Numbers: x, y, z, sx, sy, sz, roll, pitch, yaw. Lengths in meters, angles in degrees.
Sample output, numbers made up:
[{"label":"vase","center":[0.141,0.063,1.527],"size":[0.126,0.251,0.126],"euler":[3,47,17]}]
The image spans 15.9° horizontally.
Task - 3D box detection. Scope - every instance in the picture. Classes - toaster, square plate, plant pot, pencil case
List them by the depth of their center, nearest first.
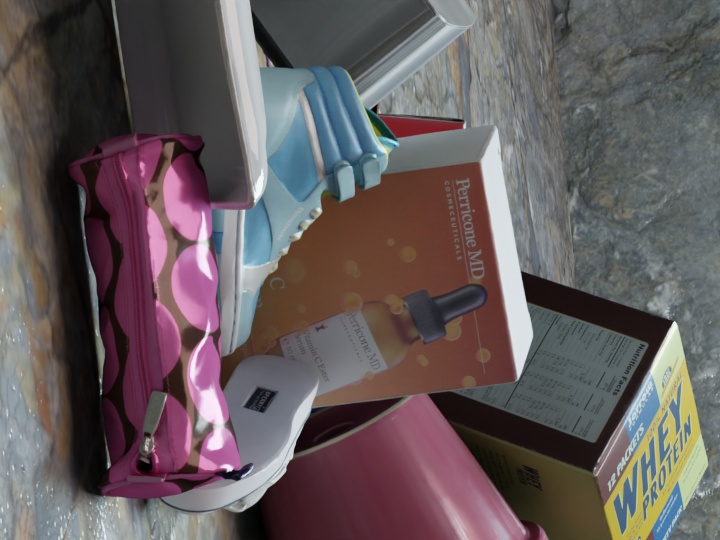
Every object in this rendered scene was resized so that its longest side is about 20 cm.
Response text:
[{"label":"pencil case","center":[-0.113,0.023,1.405],"size":[0.094,0.091,0.200],"euler":[10,71,-70]},{"label":"square plate","center":[-0.098,-0.134,1.475],"size":[0.198,0.028,0.200],"euler":[-178,-101,-70]},{"label":"plant pot","center":[0.019,0.181,1.744],"size":[0.179,0.200,0.200],"euler":[66,13,-7]},{"label":"toaster","center":[-0.020,-0.194,1.753],"size":[0.200,0.119,0.181],"euler":[54,13,2]}]

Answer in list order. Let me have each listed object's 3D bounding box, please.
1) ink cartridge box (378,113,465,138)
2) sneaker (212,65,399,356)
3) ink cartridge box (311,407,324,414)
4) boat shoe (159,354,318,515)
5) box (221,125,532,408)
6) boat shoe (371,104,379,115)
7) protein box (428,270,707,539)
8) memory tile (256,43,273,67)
[{"label":"ink cartridge box","center":[0.033,-0.015,2.024],"size":[0.176,0.084,0.200],"euler":[88,7,-69]},{"label":"sneaker","center":[-0.041,-0.038,1.591],"size":[0.080,0.130,0.200],"euler":[-124,-147,-49]},{"label":"ink cartridge box","center":[-0.017,0.141,1.895],"size":[0.119,0.042,0.200],"euler":[-70,149,-68]},{"label":"boat shoe","center":[-0.074,0.115,1.573],"size":[0.200,0.074,0.065],"euler":[-38,144,-63]},{"label":"box","center":[0.000,0.000,1.689],"size":[0.106,0.200,0.152],"euler":[-59,139,-73]},{"label":"boat shoe","center":[-0.016,-0.073,1.915],"size":[0.070,0.070,0.200],"euler":[63,24,-62]},{"label":"protein box","center":[0.124,0.111,1.870],"size":[0.135,0.200,0.199],"euler":[-58,151,-25]},{"label":"memory tile","center":[-0.062,-0.117,1.933],"size":[0.200,0.017,0.153],"euler":[-73,153,-64]}]
